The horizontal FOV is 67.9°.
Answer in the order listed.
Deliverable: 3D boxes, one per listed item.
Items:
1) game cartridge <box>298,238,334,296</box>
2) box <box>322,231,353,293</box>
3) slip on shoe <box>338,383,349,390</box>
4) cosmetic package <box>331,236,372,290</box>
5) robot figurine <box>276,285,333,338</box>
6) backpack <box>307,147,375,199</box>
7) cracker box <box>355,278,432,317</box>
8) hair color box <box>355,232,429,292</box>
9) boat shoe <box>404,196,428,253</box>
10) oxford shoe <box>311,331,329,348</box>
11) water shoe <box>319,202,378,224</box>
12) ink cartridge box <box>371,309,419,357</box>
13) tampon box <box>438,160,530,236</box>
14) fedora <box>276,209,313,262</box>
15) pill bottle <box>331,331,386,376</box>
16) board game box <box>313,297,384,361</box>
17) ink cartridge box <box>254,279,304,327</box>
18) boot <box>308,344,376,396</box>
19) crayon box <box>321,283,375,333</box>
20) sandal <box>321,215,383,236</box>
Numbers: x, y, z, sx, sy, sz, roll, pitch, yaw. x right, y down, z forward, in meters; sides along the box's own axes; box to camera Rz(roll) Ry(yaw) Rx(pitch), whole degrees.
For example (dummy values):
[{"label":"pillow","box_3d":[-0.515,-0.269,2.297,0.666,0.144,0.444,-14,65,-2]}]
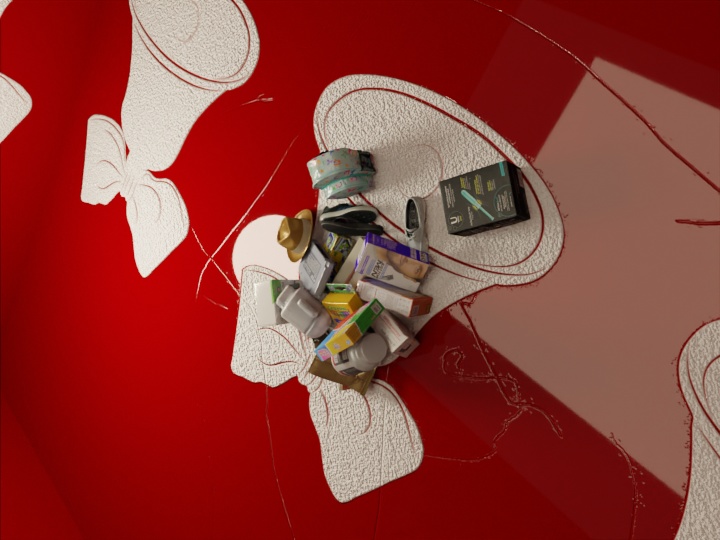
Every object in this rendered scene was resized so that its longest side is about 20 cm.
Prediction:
[{"label":"game cartridge","box_3d":[-0.148,-0.005,1.738,0.200,0.041,0.135,51,125,56]},{"label":"box","box_3d":[-0.098,-0.028,1.770,0.064,0.069,0.203,42,114,53]},{"label":"slip on shoe","box_3d":[-0.040,0.290,1.751,0.060,0.074,0.205,1,85,2]},{"label":"cosmetic package","box_3d":[0.000,0.000,1.695,0.087,0.103,0.202,42,113,23]},{"label":"robot figurine","box_3d":[-0.172,0.135,1.694,0.199,0.170,0.114,37,75,1]},{"label":"backpack","box_3d":[-0.065,-0.307,1.678,0.175,0.199,0.154,-17,81,31]},{"label":"cracker box","box_3d":[0.100,0.080,1.608,0.197,0.133,0.059,20,102,32]},{"label":"hair color box","box_3d":[0.093,-0.023,1.575,0.196,0.065,0.111,18,123,-10]},{"label":"boat shoe","box_3d":[0.158,-0.120,1.603,0.069,0.071,0.206,0,93,33]},{"label":"oxford shoe","box_3d":[-0.143,0.225,1.803,0.072,0.084,0.205,-14,84,31]},{"label":"water shoe","box_3d":[-0.038,-0.193,1.734,0.196,0.072,0.080,-5,48,15]},{"label":"ink cartridge box","box_3d":[0.096,0.183,1.566,0.067,0.200,0.117,-43,66,4]},{"label":"tampon box","box_3d":[0.336,-0.190,1.452,0.197,0.125,0.153,-13,82,34]},{"label":"fedora","box_3d":[-0.232,-0.126,1.820,0.200,0.081,0.205,-32,51,50]},{"label":"pill bottle","box_3d":[-0.003,0.239,1.548,0.200,0.109,0.113,-34,69,60]},{"label":"board game box","box_3d":[-0.033,0.168,1.499,0.040,0.153,0.200,47,143,-4]},{"label":"ink cartridge box","box_3d":[-0.259,0.107,1.811,0.083,0.199,0.149,-10,85,30]},{"label":"boot","box_3d":[-0.045,0.283,1.685,0.197,0.066,0.178,25,91,3]},{"label":"crayon box","box_3d":[-0.035,0.134,1.645,0.124,0.052,0.202,0,129,47]},{"label":"sandal","box_3d":[-0.025,-0.143,1.691,0.196,0.075,0.049,5,71,-6]}]
